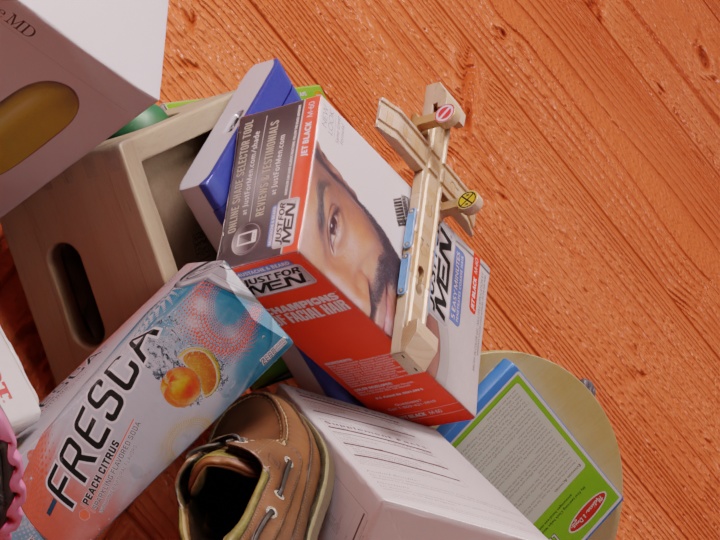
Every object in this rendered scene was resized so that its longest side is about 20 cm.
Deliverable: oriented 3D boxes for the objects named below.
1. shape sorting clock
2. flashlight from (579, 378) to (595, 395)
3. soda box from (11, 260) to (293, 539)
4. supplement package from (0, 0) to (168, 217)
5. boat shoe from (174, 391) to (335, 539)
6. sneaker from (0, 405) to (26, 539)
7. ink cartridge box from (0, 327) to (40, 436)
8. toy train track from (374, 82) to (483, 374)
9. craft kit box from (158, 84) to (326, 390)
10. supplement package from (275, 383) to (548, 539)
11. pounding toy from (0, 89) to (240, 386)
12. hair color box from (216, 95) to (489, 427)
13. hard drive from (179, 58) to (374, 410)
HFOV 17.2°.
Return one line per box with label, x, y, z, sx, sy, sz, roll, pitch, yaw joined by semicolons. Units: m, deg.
shape sorting clock;0.082;0.150;1.527;0.199;0.039;0.201;-2;94;-25
flashlight;0.120;0.170;1.607;0.068;0.068;0.201;45;56;-70
soda box;-0.133;0.083;1.294;0.200;0.068;0.064;-45;105;-18
supplement package;-0.227;-0.134;1.327;0.152;0.200;0.151;36;37;-32
boat shoe;-0.059;0.116;1.261;0.068;0.072;0.200;52;13;-27
sneaker;-0.225;0.129;1.124;0.095;0.200;0.079;-14;47;-45
ink cartridge box;-0.276;0.050;1.207;0.200;0.084;0.145;-18;77;-57
toy train track;0.047;-0.030;1.410;0.115;0.032;0.200;46;41;-41
craft kit box;-0.050;-0.029;1.645;0.200;0.048;0.198;-13;77;-58
supplement package;0.010;0.156;1.350;0.109;0.114;0.200;18;10;-22
pounding toy;-0.136;-0.029;1.452;0.184;0.142;0.201;-32;105;-59
hair color box;0.000;0.000;1.412;0.200;0.064;0.111;42;45;-43
hard drive;-0.032;-0.010;1.451;0.200;0.025;0.132;60;34;-27
